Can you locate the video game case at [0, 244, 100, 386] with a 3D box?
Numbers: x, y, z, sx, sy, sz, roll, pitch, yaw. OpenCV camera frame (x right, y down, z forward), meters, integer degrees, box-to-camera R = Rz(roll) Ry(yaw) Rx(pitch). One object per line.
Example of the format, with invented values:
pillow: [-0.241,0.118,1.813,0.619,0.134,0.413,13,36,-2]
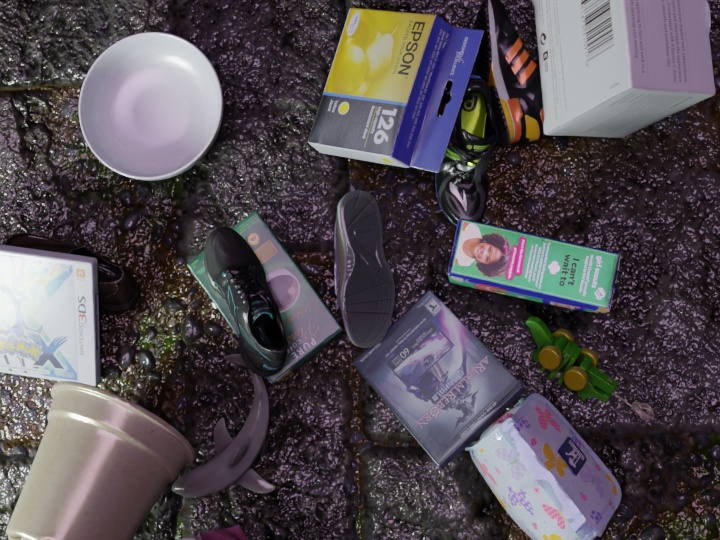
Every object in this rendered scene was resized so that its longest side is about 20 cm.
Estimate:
video game case: [-0.441,0.057,1.420,0.197,0.022,0.185,8,115,6]

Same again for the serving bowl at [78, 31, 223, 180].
serving bowl: [-0.278,-0.217,1.469,0.197,0.066,0.203,-1,82,5]

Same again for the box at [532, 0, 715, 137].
box: [0.323,-0.288,1.347,0.129,0.200,0.202,0,80,-21]

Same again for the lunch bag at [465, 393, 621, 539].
lunch bag: [0.220,0.245,1.298,0.127,0.200,0.170,-39,80,-1]

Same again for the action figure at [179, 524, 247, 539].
action figure: [-0.139,0.402,1.339,0.199,0.149,0.134,40,81,22]

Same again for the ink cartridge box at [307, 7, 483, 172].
ink cartridge box: [0.042,-0.240,1.415,0.198,0.047,0.200,13,81,38]

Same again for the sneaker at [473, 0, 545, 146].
sneaker: [0.209,-0.268,1.443,0.089,0.070,0.203,-7,82,-12]

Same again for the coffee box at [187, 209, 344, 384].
coffee box: [-0.125,0.036,1.433,0.123,0.044,0.201,-38,81,-1]

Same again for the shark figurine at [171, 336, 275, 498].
shark figurine: [-0.154,0.207,1.392,0.127,0.090,0.217,20,86,6]

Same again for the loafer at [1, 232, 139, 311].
loafer: [-0.389,-0.012,1.438,0.197,0.072,0.074,16,56,1]

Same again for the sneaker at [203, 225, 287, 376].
sneaker: [-0.137,0.031,1.365,0.075,0.079,0.202,-21,82,-23]

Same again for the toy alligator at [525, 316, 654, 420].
toy alligator: [0.283,0.139,1.384,0.199,0.059,0.054,40,129,7]

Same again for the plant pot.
plant pot: [-0.328,0.267,1.312,0.198,0.201,0.185,20,62,7]

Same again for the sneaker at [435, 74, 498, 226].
sneaker: [0.139,-0.153,1.408,0.070,0.083,0.203,3,97,-4]

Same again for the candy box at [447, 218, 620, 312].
candy box: [0.212,-0.002,1.348,0.197,0.169,0.078,11,88,6]

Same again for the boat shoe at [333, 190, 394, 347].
boat shoe: [-0.002,-0.001,1.425,0.073,0.065,0.205,-7,87,-16]

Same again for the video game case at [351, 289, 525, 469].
video game case: [0.095,0.133,1.367,0.143,0.019,0.200,-42,51,-1]
